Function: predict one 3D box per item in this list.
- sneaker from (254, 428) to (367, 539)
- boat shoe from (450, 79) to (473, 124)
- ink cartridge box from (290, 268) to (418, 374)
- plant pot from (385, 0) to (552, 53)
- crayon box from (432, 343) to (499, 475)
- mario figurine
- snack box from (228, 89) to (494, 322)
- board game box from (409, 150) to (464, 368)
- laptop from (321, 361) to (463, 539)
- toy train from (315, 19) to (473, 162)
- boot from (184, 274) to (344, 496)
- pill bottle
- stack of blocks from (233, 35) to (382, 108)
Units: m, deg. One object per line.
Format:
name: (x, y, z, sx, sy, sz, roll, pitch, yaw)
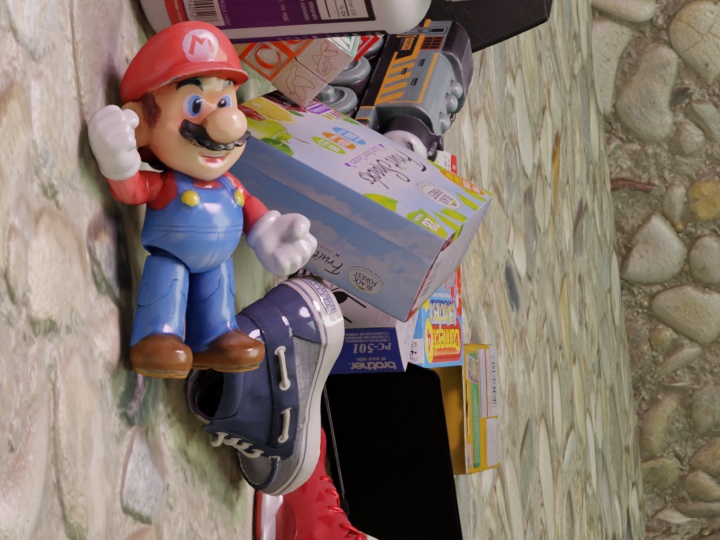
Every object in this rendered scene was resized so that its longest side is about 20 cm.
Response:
sneaker: (-0.013, 0.188, 1.491, 0.079, 0.115, 0.201, 72, 20, -49)
boat shoe: (0.074, -0.186, 2.063, 0.200, 0.063, 0.071, 62, 29, -63)
ink cartridge box: (0.000, 0.000, 1.636, 0.200, 0.094, 0.044, -75, 158, -52)
plant pot: (0.072, -0.293, 1.824, 0.200, 0.176, 0.200, -77, 161, -52)
crayon box: (0.096, 0.135, 2.135, 0.200, 0.051, 0.126, 12, 76, -78)
mario figurine: (-0.089, -0.040, 1.225, 0.123, 0.105, 0.201, -20, 109, -75)
snack box: (-0.011, -0.048, 1.413, 0.068, 0.168, 0.200, -63, 173, 15)
board game box: (0.045, -0.011, 1.925, 0.200, 0.056, 0.197, 5, 83, -77)
laptop: (0.032, 0.110, 1.707, 0.200, 0.115, 0.188, -70, 155, -59)
toy train: (0.022, -0.133, 1.703, 0.200, 0.113, 0.086, -69, 154, -56)
boot: (-0.074, 0.086, 1.378, 0.073, 0.090, 0.201, 47, -35, 29)
pill bottle: (-0.029, -0.195, 1.296, 0.112, 0.199, 0.113, -2, 90, -78)
stack of blocks: (-0.027, -0.202, 1.494, 0.115, 0.059, 0.200, 36, 37, -17)
